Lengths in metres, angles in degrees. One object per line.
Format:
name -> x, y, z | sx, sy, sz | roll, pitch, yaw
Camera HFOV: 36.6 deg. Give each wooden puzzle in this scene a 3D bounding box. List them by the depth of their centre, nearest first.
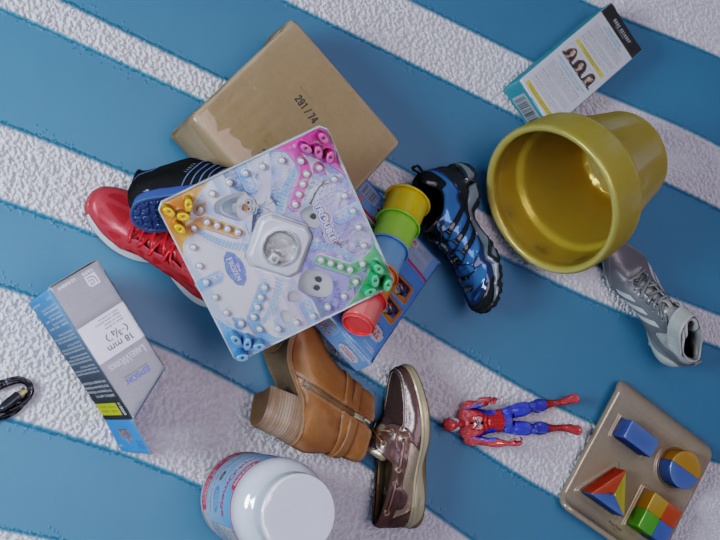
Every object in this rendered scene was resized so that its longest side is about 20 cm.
wooden puzzle -> 0.385, 0.280, 1.484 | 0.185, 0.046, 0.201 | 36, 72, -15

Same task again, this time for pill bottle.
pill bottle -> -0.101, 0.258, 1.196 | 0.108, 0.200, 0.110 | 3, 82, -23

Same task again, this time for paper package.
paper package -> -0.090, -0.157, 1.302 | 0.200, 0.103, 0.191 | 47, 71, -12

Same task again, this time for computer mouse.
computer mouse -> -0.427, 0.187, 1.157 | 0.059, 0.034, 0.200 | 46, 69, -11

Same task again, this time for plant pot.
plant pot -> 0.298, -0.122, 1.424 | 0.188, 0.200, 0.202 | -29, 96, -39

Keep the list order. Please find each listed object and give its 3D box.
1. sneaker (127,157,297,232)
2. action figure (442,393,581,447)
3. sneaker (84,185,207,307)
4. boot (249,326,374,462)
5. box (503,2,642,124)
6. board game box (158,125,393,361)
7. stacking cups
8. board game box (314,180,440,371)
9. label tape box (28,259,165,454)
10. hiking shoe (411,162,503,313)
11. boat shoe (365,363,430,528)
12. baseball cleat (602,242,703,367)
sneaker -> -0.158, -0.093, 1.205 | 0.198, 0.070, 0.078 | -4, 43, -9
action figure -> 0.204, 0.190, 1.393 | 0.199, 0.099, 0.066 | -2, 83, -21
sneaker -> -0.214, -0.035, 1.227 | 0.199, 0.115, 0.079 | 33, 73, -16
boot -> -0.043, 0.124, 1.315 | 0.154, 0.074, 0.201 | 25, 70, -28
box -> 0.295, -0.279, 1.508 | 0.200, 0.049, 0.082 | -40, 100, -22
board game box -> -0.086, -0.025, 1.174 | 0.199, 0.026, 0.201 | -26, 109, -4
stacking cups -> 0.030, -0.009, 1.288 | 0.060, 0.060, 0.201 | 32, 54, -17
board game box -> 0.000, 0.000, 1.320 | 0.151, 0.037, 0.200 | 48, 46, -11
label tape box -> -0.270, 0.096, 1.174 | 0.063, 0.144, 0.201 | -34, 98, -25
hiking shoe -> 0.118, -0.038, 1.392 | 0.086, 0.074, 0.201 | -8, 76, -31
boat shoe -> 0.038, 0.216, 1.333 | 0.072, 0.072, 0.202 | 2, 89, -24
baseball cleat -> 0.409, 0.040, 1.489 | 0.070, 0.106, 0.201 | -36, 96, -17
